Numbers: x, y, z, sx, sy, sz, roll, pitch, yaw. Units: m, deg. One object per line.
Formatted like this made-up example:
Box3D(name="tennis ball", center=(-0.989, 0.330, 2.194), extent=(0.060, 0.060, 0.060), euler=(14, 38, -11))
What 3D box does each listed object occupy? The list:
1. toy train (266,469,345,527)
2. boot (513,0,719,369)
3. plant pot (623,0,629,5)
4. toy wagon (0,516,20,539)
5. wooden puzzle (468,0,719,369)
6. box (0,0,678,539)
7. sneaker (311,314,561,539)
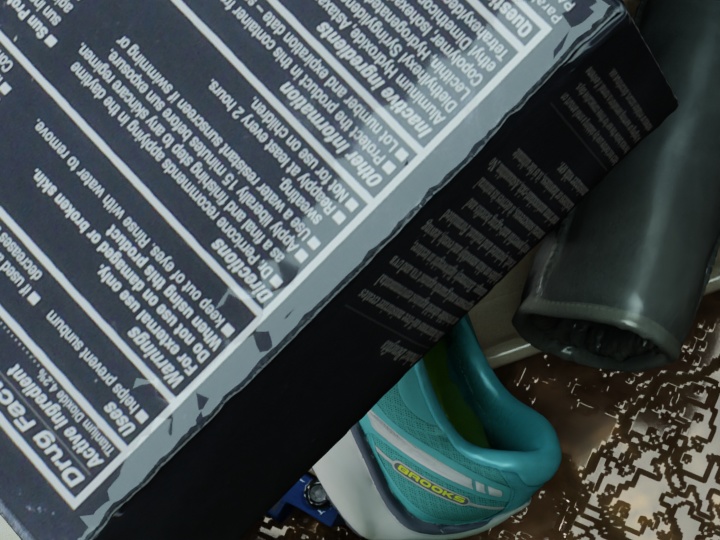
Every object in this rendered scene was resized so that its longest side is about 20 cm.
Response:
Box3D(name="toy train", center=(-0.075, 0.044, 0.911), extent=(0.200, 0.034, 0.046), euler=(28, 91, 13))
Box3D(name="boot", center=(0.116, -0.072, 0.792), extent=(0.073, 0.182, 0.200), euler=(28, 75, 3))
Box3D(name="plant pot", center=(0.013, -0.138, 0.799), extent=(0.174, 0.200, 0.200), euler=(24, 84, 1))
Box3D(name="toy wagon", center=(-0.081, 0.135, 0.717), extent=(0.200, 0.040, 0.155), euler=(-5, 79, 2))
Box3D(name="wooden puzzle", center=(0.064, -0.068, 0.913), extent=(0.185, 0.037, 0.200), euler=(-19, 73, 5))
Box3D(name="box", center=(-0.057, -0.054, 0.664), extent=(0.198, 0.123, 0.200), euler=(-44, 74, 4))
Box3D(name="sneaker", center=(0.000, 0.000, 0.828), extent=(0.080, 0.078, 0.200), euler=(-25, 104, 39))
